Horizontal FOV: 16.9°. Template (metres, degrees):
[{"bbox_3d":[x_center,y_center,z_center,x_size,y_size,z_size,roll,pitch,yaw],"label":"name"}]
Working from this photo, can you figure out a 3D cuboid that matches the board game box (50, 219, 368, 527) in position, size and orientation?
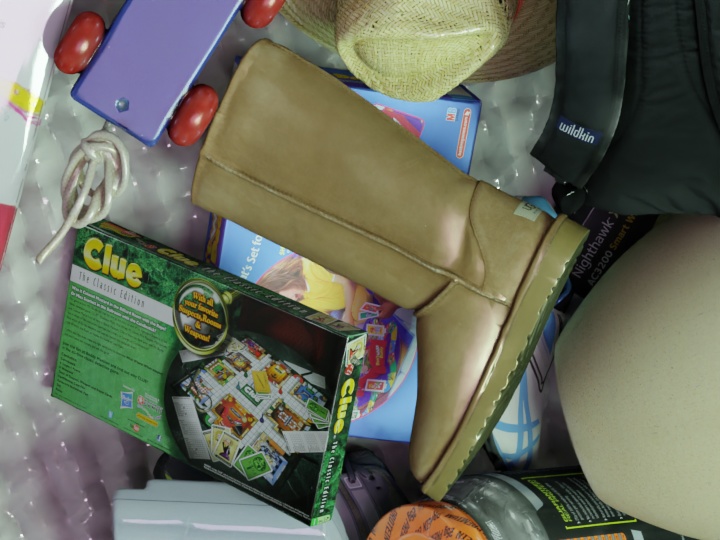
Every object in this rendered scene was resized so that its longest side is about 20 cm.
[{"bbox_3d":[-0.084,0.050,1.286,0.023,0.199,0.106,-10,116,-49],"label":"board game box"}]

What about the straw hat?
[{"bbox_3d":[0.033,-0.134,1.250,0.199,0.085,0.202,7,139,6],"label":"straw hat"}]

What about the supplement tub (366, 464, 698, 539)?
[{"bbox_3d":[0.102,0.172,1.356,0.199,0.122,0.123,1,109,-42],"label":"supplement tub"}]

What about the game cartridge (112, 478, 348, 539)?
[{"bbox_3d":[-0.068,0.188,1.346,0.132,0.041,0.201,-1,139,-3],"label":"game cartridge"}]

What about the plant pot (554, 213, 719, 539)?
[{"bbox_3d":[0.181,0.062,1.299,0.134,0.201,0.201,-16,111,15],"label":"plant pot"}]

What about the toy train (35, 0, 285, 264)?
[{"bbox_3d":[-0.118,-0.100,1.258,0.084,0.116,0.201,32,95,-9],"label":"toy train"}]

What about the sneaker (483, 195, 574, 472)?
[{"bbox_3d":[0.088,0.043,1.352,0.072,0.072,0.201,-16,134,-8],"label":"sneaker"}]

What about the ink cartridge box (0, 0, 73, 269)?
[{"bbox_3d":[-0.234,-0.110,1.249,0.147,0.086,0.201,14,102,-16],"label":"ink cartridge box"}]

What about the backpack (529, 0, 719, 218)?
[{"bbox_3d":[0.165,-0.127,1.194,0.166,0.127,0.201,1,130,18],"label":"backpack"}]

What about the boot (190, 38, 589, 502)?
[{"bbox_3d":[0.000,0.000,1.267,0.199,0.066,0.176,28,104,10],"label":"boot"}]

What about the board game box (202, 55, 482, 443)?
[{"bbox_3d":[-0.018,-0.010,1.351,0.133,0.045,0.202,7,105,-15],"label":"board game box"}]

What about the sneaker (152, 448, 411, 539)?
[{"bbox_3d":[-0.026,0.134,1.388,0.199,0.074,0.081,22,92,-24],"label":"sneaker"}]

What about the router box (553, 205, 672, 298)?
[{"bbox_3d":[0.214,-0.050,1.387,0.157,0.052,0.201,28,99,-19],"label":"router box"}]
